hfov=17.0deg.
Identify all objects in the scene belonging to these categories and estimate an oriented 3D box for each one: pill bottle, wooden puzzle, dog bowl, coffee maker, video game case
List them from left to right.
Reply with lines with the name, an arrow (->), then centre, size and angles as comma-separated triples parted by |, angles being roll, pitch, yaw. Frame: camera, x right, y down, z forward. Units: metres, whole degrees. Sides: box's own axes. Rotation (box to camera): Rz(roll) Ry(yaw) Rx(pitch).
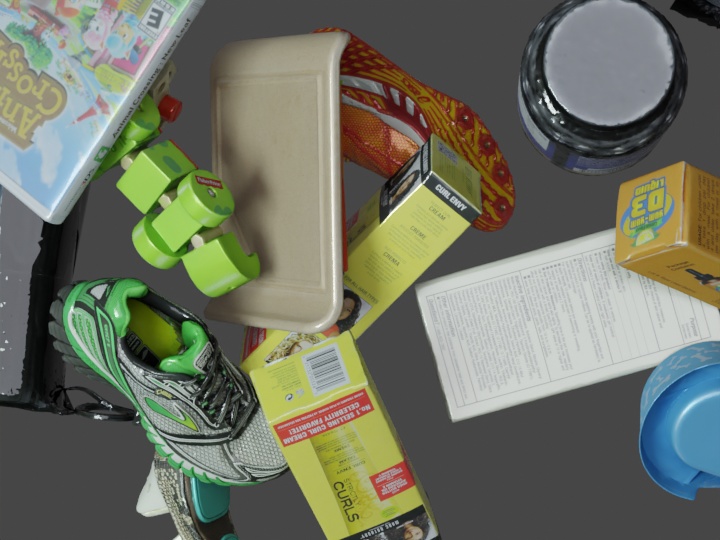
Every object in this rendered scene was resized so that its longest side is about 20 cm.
coffee maker -> -0.239, -0.004, 1.685 | 0.192, 0.135, 0.200 | 9, 88, -22
video game case -> -0.221, -0.159, 1.597 | 0.200, 0.022, 0.182 | 38, 100, 24
wooden puzzle -> -0.053, -0.061, 1.646 | 0.037, 0.185, 0.200 | 3, 91, -29
pill bottle -> 0.163, -0.127, 1.626 | 0.112, 0.200, 0.112 | 0, 87, 2
dog bowl -> 0.281, 0.112, 1.652 | 0.200, 0.050, 0.111 | 18, 115, -17

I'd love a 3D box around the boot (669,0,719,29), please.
boot -> 0.218, -0.283, 1.694 | 0.200, 0.076, 0.168 | 33, 85, -3

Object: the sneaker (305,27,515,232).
sneaker -> 0.026, -0.096, 1.704 | 0.200, 0.077, 0.073 | 39, 54, -9

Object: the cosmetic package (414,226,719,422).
cosmetic package -> 0.146, 0.032, 1.683 | 0.200, 0.073, 0.104 | -15, 86, 1

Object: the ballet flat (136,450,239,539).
ballet flat -> -0.116, 0.186, 1.694 | 0.075, 0.068, 0.200 | -19, 88, 21

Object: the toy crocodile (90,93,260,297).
toy crocodile -> -0.140, -0.067, 1.613 | 0.200, 0.062, 0.068 | 50, 121, 3

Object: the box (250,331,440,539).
box -> -0.007, 0.128, 1.622 | 0.075, 0.200, 0.050 | -22, 48, 0

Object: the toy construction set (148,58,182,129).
toy construction set -> -0.221, -0.150, 1.684 | 0.200, 0.131, 0.092 | 18, 43, 2

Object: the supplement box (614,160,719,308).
supplement box -> 0.264, -0.009, 1.626 | 0.200, 0.067, 0.069 | 19, 65, -36

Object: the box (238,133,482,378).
box -> 0.000, 0.000, 1.655 | 0.050, 0.075, 0.200 | 39, 111, -15

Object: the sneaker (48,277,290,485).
sneaker -> -0.117, 0.078, 1.620 | 0.200, 0.085, 0.078 | 40, 63, -25
